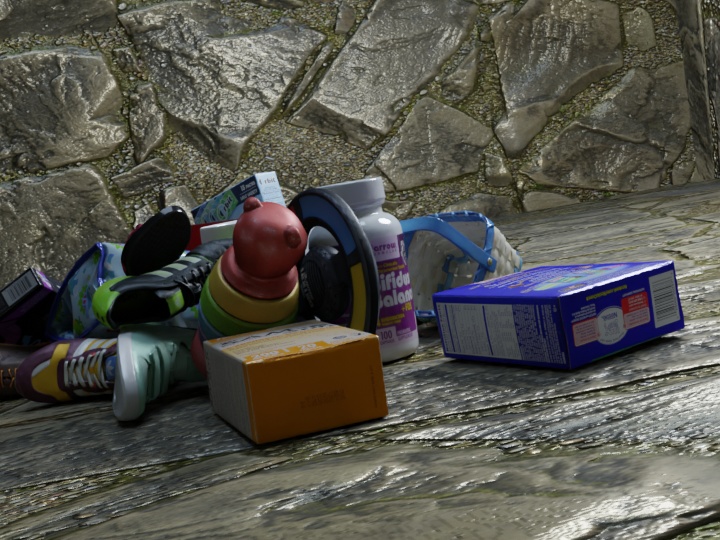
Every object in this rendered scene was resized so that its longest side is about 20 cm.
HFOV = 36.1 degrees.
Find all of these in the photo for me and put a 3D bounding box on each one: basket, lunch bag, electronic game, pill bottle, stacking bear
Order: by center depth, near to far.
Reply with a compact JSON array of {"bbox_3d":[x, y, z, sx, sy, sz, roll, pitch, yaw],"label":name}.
[{"bbox_3d":[-0.108,0.017,1.152,0.121,0.202,0.113,39,41,23],"label":"stacking bear"},{"bbox_3d":[-0.039,0.014,1.180,0.041,0.204,0.199,-9,4,-31],"label":"electronic game"},{"bbox_3d":[0.000,0.000,1.262,0.110,0.204,0.112,-9,5,1],"label":"pill bottle"},{"bbox_3d":[0.095,-0.010,1.368,0.199,0.141,0.175,33,-23,-33],"label":"basket"},{"bbox_3d":[-0.302,0.056,1.444,0.168,0.130,0.199,7,-24,-35],"label":"lunch bag"}]

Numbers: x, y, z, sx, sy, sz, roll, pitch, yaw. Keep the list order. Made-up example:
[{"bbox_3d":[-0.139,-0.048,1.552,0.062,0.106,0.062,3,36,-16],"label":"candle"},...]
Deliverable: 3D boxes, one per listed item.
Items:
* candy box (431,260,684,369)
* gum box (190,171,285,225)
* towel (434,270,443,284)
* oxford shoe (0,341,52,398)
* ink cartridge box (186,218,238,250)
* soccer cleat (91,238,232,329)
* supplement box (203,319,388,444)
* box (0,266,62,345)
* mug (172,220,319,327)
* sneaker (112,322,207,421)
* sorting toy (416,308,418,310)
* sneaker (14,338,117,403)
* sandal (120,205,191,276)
[{"bbox_3d":[0.199,0.043,1.139,0.167,0.079,0.199,-14,8,-32],"label":"candy box"},{"bbox_3d":[-0.162,-0.022,1.637,0.044,0.203,0.169,-13,-6,-45],"label":"gum box"},{"bbox_3d":[0.004,0.032,1.500,0.197,0.035,0.132,-15,8,-24],"label":"towel"},{"bbox_3d":[-0.446,0.128,1.423,0.197,0.073,0.072,-12,10,-34],"label":"oxford shoe"},{"bbox_3d":[-0.212,0.024,1.543,0.198,0.179,0.083,-5,6,43],"label":"ink cartridge box"},{"bbox_3d":[-0.195,0.020,1.215,0.197,0.069,0.081,-20,25,-17],"label":"soccer cleat"},{"bbox_3d":[-0.066,0.097,1.027,0.124,0.075,0.200,-10,5,-19],"label":"supplement box"},{"bbox_3d":[-0.447,0.074,1.505,0.142,0.036,0.200,-38,-19,2],"label":"box"},{"bbox_3d":[-0.135,0.028,1.344,0.196,0.179,0.148,-10,5,-7],"label":"mug"},{"bbox_3d":[-0.205,0.102,1.194,0.116,0.075,0.201,6,18,-10],"label":"sneaker"},{"bbox_3d":[-0.012,0.061,1.556,0.196,0.037,0.185,-10,5,-10],"label":"sorting toy"},{"bbox_3d":[-0.310,0.113,1.307,0.196,0.076,0.090,-11,0,-13],"label":"sneaker"},{"bbox_3d":[-0.244,-0.016,1.264,0.074,0.046,0.201,-14,-25,-28],"label":"sandal"}]
